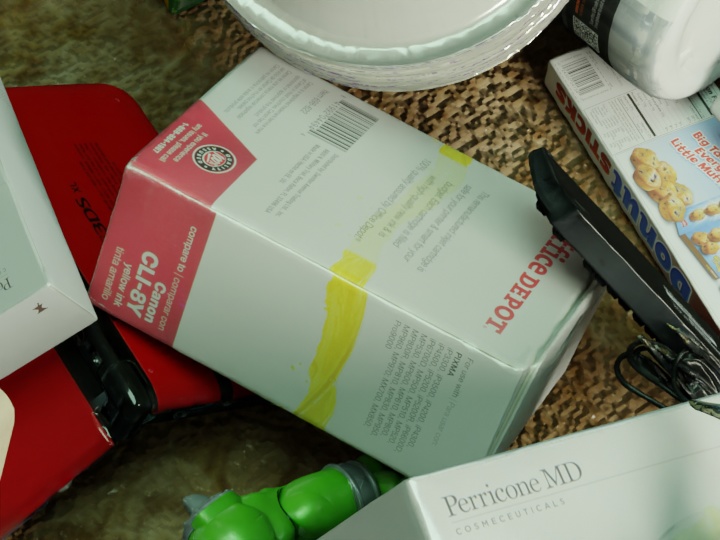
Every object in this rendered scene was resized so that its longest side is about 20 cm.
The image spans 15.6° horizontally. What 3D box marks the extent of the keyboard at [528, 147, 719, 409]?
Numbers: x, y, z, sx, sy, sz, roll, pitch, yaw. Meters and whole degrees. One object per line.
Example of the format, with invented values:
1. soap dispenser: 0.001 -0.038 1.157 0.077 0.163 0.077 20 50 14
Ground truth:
1. keyboard: 0.136 0.038 1.160 0.040 0.104 0.200 -42 109 11

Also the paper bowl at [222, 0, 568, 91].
1. paper bowl: 0.012 -0.188 1.190 0.199 0.104 0.202 -1 84 7

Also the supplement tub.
1. supplement tub: 0.114 -0.187 1.298 0.122 0.123 0.200 -38 65 -23

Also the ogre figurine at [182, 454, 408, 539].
1. ogre figurine: -0.015 0.155 1.119 0.119 0.098 0.201 5 68 -14

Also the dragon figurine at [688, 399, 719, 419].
1. dragon figurine: 0.144 0.142 0.956 0.099 0.059 0.201 -7 79 -41

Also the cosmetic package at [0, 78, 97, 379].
1. cosmetic package: -0.233 0.005 1.182 0.199 0.052 0.151 -31 59 10

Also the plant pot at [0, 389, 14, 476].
1. plant pot: -0.278 0.122 1.030 0.199 0.201 0.177 27 39 10

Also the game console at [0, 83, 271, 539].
1. game console: -0.152 0.022 1.241 0.172 0.119 0.200 -7 53 -45

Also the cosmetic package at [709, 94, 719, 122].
1. cosmetic package: 0.272 -0.105 1.238 0.071 0.200 0.102 7 42 -51

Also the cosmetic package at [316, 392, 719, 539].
1. cosmetic package: 0.104 0.169 1.040 0.198 0.123 0.201 -12 73 -34

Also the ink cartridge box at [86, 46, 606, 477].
1. ink cartridge box: 0.000 0.000 1.187 0.199 0.084 0.145 28 33 10

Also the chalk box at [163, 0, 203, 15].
1. chalk box: -0.045 -0.248 1.352 0.199 0.125 0.124 -29 63 -18

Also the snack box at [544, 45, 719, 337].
1. snack box: 0.168 -0.035 1.288 0.071 0.024 0.201 -20 61 -17
